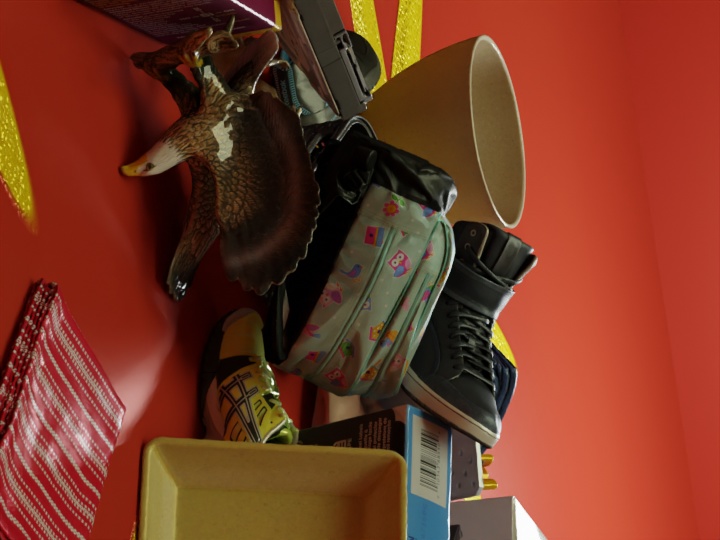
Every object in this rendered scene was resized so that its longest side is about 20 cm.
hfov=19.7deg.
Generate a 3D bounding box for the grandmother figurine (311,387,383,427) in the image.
[{"bbox_3d":[-0.019,0.098,1.909,0.121,0.061,0.200,56,29,-54],"label":"grandmother figurine"}]

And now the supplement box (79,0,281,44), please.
[{"bbox_3d":[-0.145,-0.260,1.603,0.200,0.103,0.131,16,69,-69],"label":"supplement box"}]

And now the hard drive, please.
[{"bbox_3d":[-0.060,-0.231,1.776,0.200,0.038,0.140,54,-9,47],"label":"hard drive"}]

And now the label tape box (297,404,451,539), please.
[{"bbox_3d":[-0.024,0.200,1.656,0.066,0.200,0.143,30,54,-47],"label":"label tape box"}]

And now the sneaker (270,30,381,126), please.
[{"bbox_3d":[-0.033,-0.194,1.959,0.200,0.073,0.082,-65,141,-60],"label":"sneaker"}]

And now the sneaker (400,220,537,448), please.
[{"bbox_3d":[0.093,0.043,1.677,0.077,0.146,0.202,32,12,-32],"label":"sneaker"}]

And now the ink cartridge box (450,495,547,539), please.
[{"bbox_3d":[0.064,0.272,1.852,0.144,0.200,0.084,54,34,-56],"label":"ink cartridge box"}]

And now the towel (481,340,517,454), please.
[{"bbox_3d":[0.074,0.086,1.959,0.049,0.200,0.112,4,118,-34],"label":"towel"}]

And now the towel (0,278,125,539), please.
[{"bbox_3d":[-0.206,0.122,1.393,0.200,0.022,0.145,-79,155,-45],"label":"towel"}]

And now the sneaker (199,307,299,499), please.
[{"bbox_3d":[-0.085,0.120,1.668,0.075,0.076,0.200,53,32,-52],"label":"sneaker"}]

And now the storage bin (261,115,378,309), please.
[{"bbox_3d":[-0.022,-0.019,1.814,0.200,0.094,0.135,62,39,-26],"label":"storage bin"}]

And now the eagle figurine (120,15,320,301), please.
[{"bbox_3d":[-0.112,-0.085,1.608,0.152,0.151,0.200,-62,130,-77],"label":"eagle figurine"}]

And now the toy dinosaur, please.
[{"bbox_3d":[-0.103,-0.155,1.792,0.101,0.058,0.200,34,41,-47],"label":"toy dinosaur"}]

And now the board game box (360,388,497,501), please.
[{"bbox_3d":[0.053,0.120,1.921,0.026,0.200,0.200,4,76,-33],"label":"board game box"}]

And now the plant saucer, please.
[{"bbox_3d":[-0.068,0.230,1.542,0.048,0.200,0.200,109,-16,-65],"label":"plant saucer"}]

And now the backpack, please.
[{"bbox_3d":[0.000,0.000,1.642,0.167,0.127,0.200,-121,-127,-83],"label":"backpack"}]

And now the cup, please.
[{"bbox_3d":[0.076,-0.132,2.145,0.200,0.143,0.200,-9,90,-72],"label":"cup"}]
